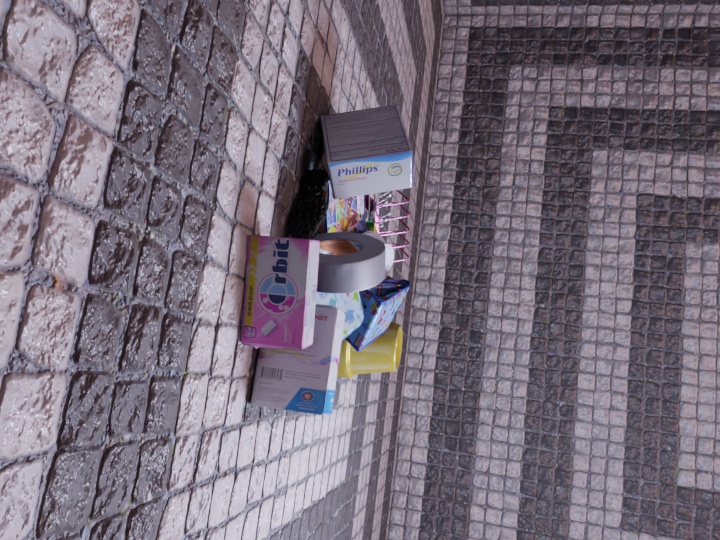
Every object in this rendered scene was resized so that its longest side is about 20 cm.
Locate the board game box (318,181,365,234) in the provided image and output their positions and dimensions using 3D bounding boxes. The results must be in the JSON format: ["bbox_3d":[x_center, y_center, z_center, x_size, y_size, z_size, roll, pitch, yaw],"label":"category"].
[{"bbox_3d":[-0.044,-0.135,1.451,0.135,0.034,0.200,-23,121,-42],"label":"board game box"}]

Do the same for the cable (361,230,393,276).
[{"bbox_3d":[0.000,0.000,1.496,0.200,0.069,0.200,-29,146,-36],"label":"cable"}]

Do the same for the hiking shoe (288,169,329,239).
[{"bbox_3d":[-0.098,-0.123,1.280,0.087,0.074,0.200,78,21,-51],"label":"hiking shoe"}]

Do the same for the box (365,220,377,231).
[{"bbox_3d":[-0.007,-0.078,1.613,0.200,0.117,0.048,65,24,-65],"label":"box"}]

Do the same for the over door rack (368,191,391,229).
[{"bbox_3d":[0.044,-0.220,1.570,0.148,0.066,0.201,121,-41,-79],"label":"over door rack"}]

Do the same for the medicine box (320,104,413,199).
[{"bbox_3d":[0.012,-0.270,1.350,0.103,0.182,0.200,83,-2,-46],"label":"medicine box"}]

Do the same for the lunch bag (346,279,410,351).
[{"bbox_3d":[0.050,0.101,1.518,0.200,0.094,0.151,-10,132,-52],"label":"lunch bag"}]

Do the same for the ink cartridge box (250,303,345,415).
[{"bbox_3d":[-0.116,0.165,1.147,0.085,0.144,0.201,47,50,-74],"label":"ink cartridge box"}]

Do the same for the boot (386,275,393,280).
[{"bbox_3d":[-0.018,0.059,1.658,0.174,0.200,0.069,-28,111,-38],"label":"boot"}]

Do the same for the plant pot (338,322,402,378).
[{"bbox_3d":[0.016,0.204,1.671,0.201,0.188,0.201,4,90,-78],"label":"plant pot"}]

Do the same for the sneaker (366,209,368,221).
[{"bbox_3d":[-0.009,-0.143,1.717,0.073,0.072,0.200,55,-8,13],"label":"sneaker"}]

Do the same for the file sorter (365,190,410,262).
[{"bbox_3d":[0.078,-0.136,1.839,0.139,0.125,0.200,-128,-148,-58],"label":"file sorter"}]

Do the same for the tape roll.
[{"bbox_3d":[-0.047,-0.020,1.262,0.200,0.200,0.066,-58,151,-64],"label":"tape roll"}]

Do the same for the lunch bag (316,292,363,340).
[{"bbox_3d":[-0.074,0.076,1.331,0.200,0.082,0.161,-34,112,-58],"label":"lunch bag"}]

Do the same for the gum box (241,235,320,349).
[{"bbox_3d":[-0.140,0.042,1.057,0.066,0.113,0.201,-5,99,-77],"label":"gum box"}]
